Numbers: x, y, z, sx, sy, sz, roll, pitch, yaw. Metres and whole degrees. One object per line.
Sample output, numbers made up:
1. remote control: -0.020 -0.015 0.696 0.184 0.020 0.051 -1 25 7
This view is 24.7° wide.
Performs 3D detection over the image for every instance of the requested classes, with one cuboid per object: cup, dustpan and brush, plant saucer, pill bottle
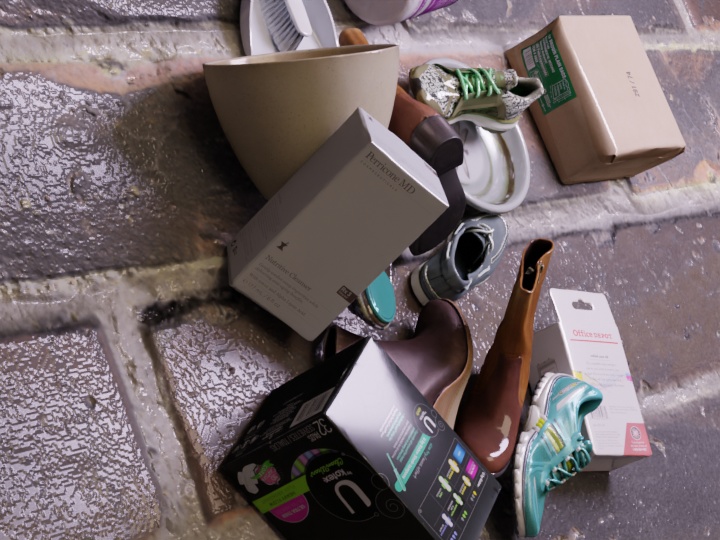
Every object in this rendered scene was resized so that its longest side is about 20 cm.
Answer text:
1. cup: -0.054 -0.147 1.660 0.200 0.199 0.145 -17 106 -51
2. dustpan and brush: -0.086 -0.316 1.808 0.139 0.057 0.201 -2 68 -48
3. plant saucer: 0.117 -0.151 1.936 0.199 0.050 0.201 27 48 -35
4. pill bottle: 0.070 -0.363 1.968 0.200 0.112 0.113 -27 88 -51

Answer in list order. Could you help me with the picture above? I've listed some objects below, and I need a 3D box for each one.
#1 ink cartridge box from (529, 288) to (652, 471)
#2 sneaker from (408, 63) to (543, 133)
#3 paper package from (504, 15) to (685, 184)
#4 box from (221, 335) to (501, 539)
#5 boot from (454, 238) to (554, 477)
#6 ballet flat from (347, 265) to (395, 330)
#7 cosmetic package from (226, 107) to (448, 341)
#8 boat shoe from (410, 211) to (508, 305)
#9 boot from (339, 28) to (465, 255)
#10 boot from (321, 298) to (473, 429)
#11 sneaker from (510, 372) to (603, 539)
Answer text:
1. ink cartridge box: 0.254 0.127 1.900 0.116 0.067 0.202 7 63 -45
2. sneaker: 0.135 -0.213 1.884 0.199 0.088 0.077 0 67 -47
3. paper package: 0.309 -0.224 2.152 0.190 0.103 0.201 -9 75 -50
4. box: 0.004 0.192 1.518 0.200 0.148 0.125 49 39 -14
5. boot: 0.159 0.094 1.709 0.068 0.201 0.189 22 41 9
6. ballet flat: 0.000 0.000 1.693 0.072 0.072 0.201 38 32 -25
7. cosmetic package: -0.024 -0.043 1.587 0.113 0.200 0.081 35 21 -25
8. boat shoe: 0.129 -0.019 1.856 0.073 0.062 0.200 56 39 -4
9. boot: 0.029 -0.136 1.785 0.068 0.189 0.200 -29 55 -17
10. boot: 0.035 0.088 1.678 0.166 0.072 0.201 32 50 -34
11. sneaker: 0.207 0.196 1.766 0.078 0.079 0.201 80 27 -55
